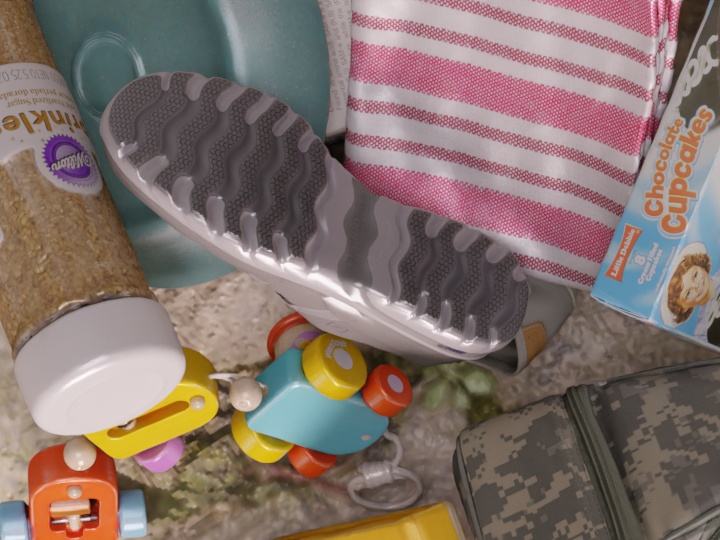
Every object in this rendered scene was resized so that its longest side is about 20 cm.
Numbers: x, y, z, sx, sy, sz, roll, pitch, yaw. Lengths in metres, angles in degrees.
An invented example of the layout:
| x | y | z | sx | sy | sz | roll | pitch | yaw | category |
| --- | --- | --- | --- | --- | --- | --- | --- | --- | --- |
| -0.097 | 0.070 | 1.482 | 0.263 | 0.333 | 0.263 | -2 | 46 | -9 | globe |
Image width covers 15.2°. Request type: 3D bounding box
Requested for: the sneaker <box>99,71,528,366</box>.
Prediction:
| x | y | z | sx | sy | sz | roll | pitch | yaw | category |
| --- | --- | --- | --- | --- | --- | --- | --- | --- | --- |
| -0.030 | -0.010 | 1.165 | 0.200 | 0.082 | 0.075 | 32 | 58 | -9 | sneaker |

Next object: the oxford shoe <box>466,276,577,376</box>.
| x | y | z | sx | sy | sz | roll | pitch | yaw | category |
| --- | --- | --- | --- | --- | --- | --- | --- | --- | --- |
| 0.000 | 0.000 | 1.243 | 0.199 | 0.075 | 0.058 | 16 | 60 | 5 | oxford shoe |

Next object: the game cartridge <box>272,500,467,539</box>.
| x | y | z | sx | sy | sz | roll | pitch | yaw | category |
| --- | --- | --- | --- | --- | --- | --- | --- | --- | --- |
| 0.024 | 0.208 | 1.204 | 0.032 | 0.176 | 0.201 | -18 | 88 | -28 | game cartridge |

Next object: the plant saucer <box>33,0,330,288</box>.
| x | y | z | sx | sy | sz | roll | pitch | yaw | category |
| --- | --- | --- | --- | --- | --- | --- | --- | --- | --- |
| -0.105 | -0.089 | 1.226 | 0.199 | 0.036 | 0.201 | 6 | 100 | 32 | plant saucer |

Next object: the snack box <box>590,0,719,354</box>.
| x | y | z | sx | sy | sz | roll | pitch | yaw | category |
| --- | --- | --- | --- | --- | --- | --- | --- | --- | --- |
| 0.177 | -0.063 | 1.163 | 0.037 | 0.116 | 0.201 | 24 | 92 | 38 | snack box |

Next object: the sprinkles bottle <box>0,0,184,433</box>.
| x | y | z | sx | sy | sz | roll | pitch | yaw | category |
| --- | --- | --- | --- | --- | --- | --- | --- | --- | --- |
| -0.142 | -0.030 | 1.164 | 0.068 | 0.068 | 0.201 | -26 | 67 | 3 | sprinkles bottle |

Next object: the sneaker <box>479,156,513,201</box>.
| x | y | z | sx | sy | sz | roll | pitch | yaw | category |
| --- | --- | --- | --- | --- | --- | --- | --- | --- | --- |
| 0.133 | -0.025 | 1.246 | 0.200 | 0.077 | 0.076 | 35 | 88 | -15 | sneaker |

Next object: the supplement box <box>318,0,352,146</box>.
| x | y | z | sx | sy | sz | roll | pitch | yaw | category |
| --- | --- | --- | --- | --- | --- | --- | --- | --- | --- |
| 0.030 | -0.136 | 1.247 | 0.199 | 0.074 | 0.127 | -15 | 89 | 3 | supplement box |

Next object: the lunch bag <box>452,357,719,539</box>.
| x | y | z | sx | sy | sz | roll | pitch | yaw | category |
| --- | --- | --- | --- | --- | --- | --- | --- | --- | --- |
| 0.145 | 0.139 | 1.177 | 0.167 | 0.140 | 0.201 | -20 | 125 | 1 | lunch bag |

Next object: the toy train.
| x | y | z | sx | sy | sz | roll | pitch | yaw | category |
| --- | --- | --- | --- | --- | --- | --- | --- | --- | --- |
| -0.073 | 0.074 | 1.247 | 0.199 | 0.151 | 0.056 | -7 | 54 | -4 | toy train |

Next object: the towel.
| x | y | z | sx | sy | sz | roll | pitch | yaw | category |
| --- | --- | --- | --- | --- | --- | --- | --- | --- | --- |
| 0.060 | -0.092 | 1.149 | 0.146 | 0.030 | 0.201 | 15 | 116 | 20 | towel |
